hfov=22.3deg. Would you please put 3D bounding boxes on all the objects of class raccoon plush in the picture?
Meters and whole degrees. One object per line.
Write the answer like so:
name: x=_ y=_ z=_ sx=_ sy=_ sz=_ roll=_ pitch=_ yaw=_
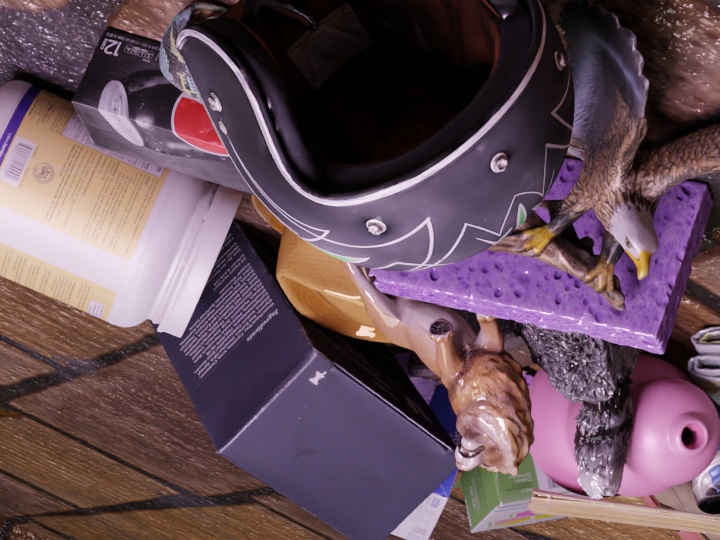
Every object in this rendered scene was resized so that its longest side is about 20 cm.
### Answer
raccoon plush: x=0.121 y=0.055 z=1.287 sx=0.134 sy=0.201 sz=0.097 roll=9 pitch=-177 yaw=27

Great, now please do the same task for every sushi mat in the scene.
sushi mat: x=0.230 y=0.193 z=1.429 sx=0.199 sy=0.012 sz=0.096 roll=7 pitch=169 yaw=6

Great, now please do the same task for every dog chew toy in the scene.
dog chew toy: x=0.205 y=0.117 z=1.388 sx=0.124 sy=0.125 sz=0.200 roll=28 pitch=172 yaw=-17

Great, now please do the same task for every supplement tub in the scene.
supplement tub: x=-0.205 y=-0.044 z=1.391 sx=0.200 sy=0.146 sz=0.145 roll=24 pitch=160 yaw=-6

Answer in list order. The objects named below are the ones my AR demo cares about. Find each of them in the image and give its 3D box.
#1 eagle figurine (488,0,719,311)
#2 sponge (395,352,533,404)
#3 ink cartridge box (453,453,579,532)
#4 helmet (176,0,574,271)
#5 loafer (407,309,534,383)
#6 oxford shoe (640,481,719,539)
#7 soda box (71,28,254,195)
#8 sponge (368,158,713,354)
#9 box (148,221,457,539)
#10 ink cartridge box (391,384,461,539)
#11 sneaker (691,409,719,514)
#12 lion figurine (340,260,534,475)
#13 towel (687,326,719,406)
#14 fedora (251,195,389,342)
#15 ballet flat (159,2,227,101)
eagle figurine: x=0.164 y=-0.063 z=1.054 sx=0.151 sy=0.151 sz=0.200 roll=-12 pitch=147 yaw=-39
sponge: x=0.081 y=0.110 z=1.639 sx=0.111 sy=0.030 sz=0.200 roll=32 pitch=157 yaw=-28
ink cartridge box: x=0.156 y=0.206 z=1.728 sx=0.104 sy=0.059 sz=0.200 roll=-8 pitch=163 yaw=-11
helmet: x=0.017 y=-0.094 z=0.961 sx=0.191 sy=0.200 sz=0.200 roll=48 pitch=156 yaw=-3
loafer: x=0.107 y=0.060 z=1.447 sx=0.071 sy=0.073 sz=0.200 roll=30 pitch=159 yaw=-23
oxford shoe: x=0.292 y=0.180 z=1.610 sx=0.075 sy=0.071 sz=0.200 roll=-23 pitch=137 yaw=25
soda box: x=-0.092 y=-0.100 z=1.257 sx=0.199 sy=0.063 sz=0.071 roll=17 pitch=159 yaw=11
sponge: x=0.115 y=-0.020 z=1.181 sx=0.200 sy=0.112 sz=0.030 roll=12 pitch=160 yaw=24
box: x=-0.047 y=0.094 z=1.496 sx=0.197 sy=0.117 sz=0.200 roll=39 pitch=-170 yaw=-38
ink cartridge box: x=0.063 y=0.177 z=1.628 sx=0.044 sy=0.094 sz=0.200 roll=20 pitch=160 yaw=3
sneaker: x=0.312 y=0.154 z=1.490 sx=0.077 sy=0.085 sz=0.200 roll=-28 pitch=154 yaw=15
lion figurine: x=0.054 y=0.048 z=1.281 sx=0.200 sy=0.072 sz=0.123 roll=53 pitch=166 yaw=41
towel: x=0.357 y=0.104 z=1.354 sx=0.171 sy=0.048 sz=0.200 roll=5 pitch=154 yaw=45
fedora: x=0.000 y=0.000 z=1.386 sx=0.200 sy=0.082 sz=0.201 roll=19 pitch=159 yaw=8
ballet flat: x=-0.032 y=-0.117 z=1.157 sx=0.199 sy=0.074 sz=0.074 roll=18 pitch=160 yaw=-1
